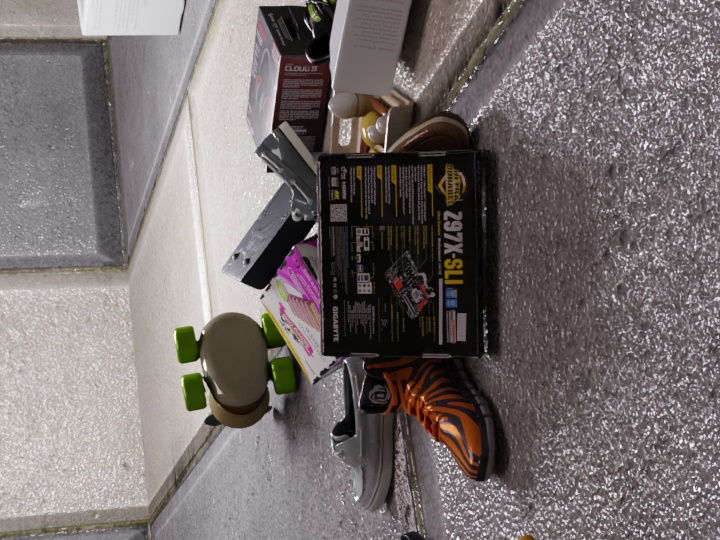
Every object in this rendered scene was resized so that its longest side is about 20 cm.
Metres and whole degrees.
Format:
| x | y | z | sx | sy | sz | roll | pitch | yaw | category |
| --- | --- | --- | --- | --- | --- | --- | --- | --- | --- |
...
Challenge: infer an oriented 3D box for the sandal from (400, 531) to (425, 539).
| x | y | z | sx | sy | sz | roll | pitch | yaw | category |
| --- | --- | --- | --- | --- | --- | --- | --- | --- | --- |
| 0.063 | 0.385 | 1.554 | 0.076 | 0.043 | 0.201 | 138 | 128 | -68 | sandal |

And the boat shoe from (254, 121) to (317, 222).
| x | y | z | sx | sy | sz | roll | pitch | yaw | category |
| --- | --- | --- | --- | --- | --- | --- | --- | --- | --- |
| -0.061 | -0.088 | 1.762 | 0.201 | 0.062 | 0.073 | 57 | -178 | 13 | boat shoe |

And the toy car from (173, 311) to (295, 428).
| x | y | z | sx | sy | sz | roll | pitch | yaw | category |
| --- | --- | --- | --- | --- | --- | --- | --- | --- | --- |
| -0.187 | 0.174 | 2.171 | 0.200 | 0.163 | 0.159 | 91 | 167 | -56 | toy car |

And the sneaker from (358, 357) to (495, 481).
| x | y | z | sx | sy | sz | roll | pitch | yaw | category |
| --- | --- | --- | --- | --- | --- | --- | --- | --- | --- |
| 0.059 | 0.139 | 1.423 | 0.200 | 0.111 | 0.078 | -117 | 29 | -53 | sneaker |

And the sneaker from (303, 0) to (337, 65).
| x | y | z | sx | sy | sz | roll | pitch | yaw | category |
| --- | --- | --- | --- | --- | --- | --- | --- | --- | --- |
| -0.022 | -0.306 | 1.660 | 0.071 | 0.082 | 0.200 | 61 | 154 | 26 | sneaker |

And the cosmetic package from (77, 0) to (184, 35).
| x | y | z | sx | sy | sz | roll | pitch | yaw | category |
| --- | --- | --- | --- | --- | --- | --- | --- | --- | --- |
| -0.457 | -0.581 | 2.840 | 0.165 | 0.199 | 0.166 | 112 | 150 | -53 | cosmetic package |

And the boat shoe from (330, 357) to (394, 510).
| x | y | z | sx | sy | sz | roll | pitch | yaw | category |
| --- | --- | --- | --- | --- | --- | --- | --- | --- | --- |
| -0.002 | 0.190 | 1.691 | 0.070 | 0.071 | 0.202 | -134 | 45 | -65 | boat shoe |

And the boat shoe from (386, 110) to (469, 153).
| x | y | z | sx | sy | sz | roll | pitch | yaw | category |
| --- | --- | --- | --- | --- | --- | --- | --- | --- | --- |
| 0.054 | -0.111 | 1.481 | 0.202 | 0.074 | 0.075 | -50 | 22 | 51 | boat shoe |

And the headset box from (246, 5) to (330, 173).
| x | y | z | sx | sy | sz | roll | pitch | yaw | category |
| --- | --- | --- | --- | --- | --- | --- | --- | --- | --- |
| -0.098 | -0.255 | 1.937 | 0.149 | 0.075 | 0.201 | -113 | 27 | -50 | headset box |

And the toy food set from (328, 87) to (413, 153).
| x | y | z | sx | sy | sz | roll | pitch | yaw | category |
| --- | --- | --- | --- | --- | --- | --- | --- | --- | --- |
| 0.004 | -0.142 | 1.651 | 0.200 | 0.060 | 0.144 | -130 | 41 | -63 | toy food set |

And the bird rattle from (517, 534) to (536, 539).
| x | y | z | sx | sy | sz | roll | pitch | yaw | category |
| --- | --- | --- | --- | --- | --- | --- | --- | --- | --- |
| 0.116 | 0.284 | 1.129 | 0.163 | 0.199 | 0.113 | 51 | -169 | -34 | bird rattle |

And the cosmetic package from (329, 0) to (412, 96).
| x | y | z | sx | sy | sz | roll | pitch | yaw | category |
| --- | --- | --- | --- | --- | --- | --- | --- | --- | --- |
| 0.016 | -0.301 | 1.551 | 0.102 | 0.074 | 0.201 | -93 | 11 | -49 | cosmetic package |

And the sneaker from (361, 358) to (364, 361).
| x | y | z | sx | sy | sz | roll | pitch | yaw | category |
| --- | --- | --- | --- | --- | --- | --- | --- | --- | --- |
| 0.000 | 0.000 | 1.640 | 0.116 | 0.075 | 0.201 | -125 | 22 | -70 | sneaker |

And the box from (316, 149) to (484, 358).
| x | y | z | sx | sy | sz | roll | pitch | yaw | category |
| --- | --- | --- | --- | --- | --- | --- | --- | --- | --- |
| 0.040 | -0.016 | 1.393 | 0.049 | 0.159 | 0.201 | -18 | -74 | -77 | box |

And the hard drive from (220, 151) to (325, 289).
| x | y | z | sx | sy | sz | roll | pitch | yaw | category |
| --- | --- | --- | --- | --- | --- | --- | --- | --- | --- |
| -0.099 | -0.064 | 1.860 | 0.200 | 0.042 | 0.135 | -55 | 18 | -6 | hard drive |

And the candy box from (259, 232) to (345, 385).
| x | y | z | sx | sy | sz | roll | pitch | yaw | category |
| --- | --- | --- | --- | --- | --- | --- | --- | --- | --- |
| -0.048 | 0.047 | 1.759 | 0.137 | 0.061 | 0.200 | 57 | 157 | 9 | candy box |
